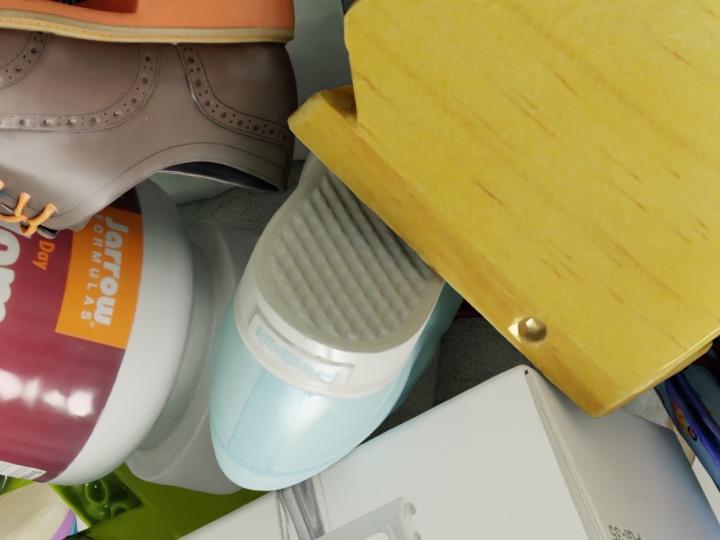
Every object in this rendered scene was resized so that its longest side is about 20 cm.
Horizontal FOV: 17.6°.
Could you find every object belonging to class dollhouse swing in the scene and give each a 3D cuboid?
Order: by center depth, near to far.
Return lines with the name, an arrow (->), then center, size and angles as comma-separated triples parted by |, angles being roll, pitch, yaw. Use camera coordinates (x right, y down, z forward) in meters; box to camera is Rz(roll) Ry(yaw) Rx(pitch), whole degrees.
dollhouse swing -> 0.123, -0.084, 0.691 | 0.182, 0.176, 0.200 | 43, 125, -8

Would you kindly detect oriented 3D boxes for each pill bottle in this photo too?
pill bottle -> -0.124, 0.010, 0.761 | 0.200, 0.110, 0.110 | 15, 145, -26

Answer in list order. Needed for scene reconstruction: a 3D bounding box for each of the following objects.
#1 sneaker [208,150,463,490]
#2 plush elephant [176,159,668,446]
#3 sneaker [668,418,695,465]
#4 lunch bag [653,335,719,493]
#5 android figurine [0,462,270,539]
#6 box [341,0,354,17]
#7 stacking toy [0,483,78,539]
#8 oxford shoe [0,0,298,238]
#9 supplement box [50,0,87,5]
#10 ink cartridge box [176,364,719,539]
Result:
sneaker -> 0.000, 0.000, 0.736 | 0.074, 0.200, 0.082 | 35, 123, 7
plush elephant -> 0.024, 0.033, 0.863 | 0.165, 0.155, 0.200 | 23, 142, -31
sneaker -> 0.100, 0.065, 0.994 | 0.075, 0.071, 0.200 | 6, 146, -1
lunch bag -> 0.167, 0.081, 0.779 | 0.094, 0.200, 0.151 | -40, 118, -6
android figurine -> -0.063, 0.069, 0.918 | 0.200, 0.182, 0.041 | -17, 145, -51
box -> 0.064, -0.139, 0.691 | 0.157, 0.051, 0.200 | -3, 148, 6
stacking toy -> -0.167, 0.136, 1.105 | 0.085, 0.086, 0.200 | 0, 151, 1
oxford shoe -> -0.107, -0.044, 0.683 | 0.200, 0.073, 0.071 | -8, -178, -23
supplement box -> -0.152, -0.104, 0.740 | 0.109, 0.061, 0.200 | -11, 147, 15
ink cartridge box -> 0.011, 0.118, 0.752 | 0.200, 0.083, 0.146 | -28, 157, 18
